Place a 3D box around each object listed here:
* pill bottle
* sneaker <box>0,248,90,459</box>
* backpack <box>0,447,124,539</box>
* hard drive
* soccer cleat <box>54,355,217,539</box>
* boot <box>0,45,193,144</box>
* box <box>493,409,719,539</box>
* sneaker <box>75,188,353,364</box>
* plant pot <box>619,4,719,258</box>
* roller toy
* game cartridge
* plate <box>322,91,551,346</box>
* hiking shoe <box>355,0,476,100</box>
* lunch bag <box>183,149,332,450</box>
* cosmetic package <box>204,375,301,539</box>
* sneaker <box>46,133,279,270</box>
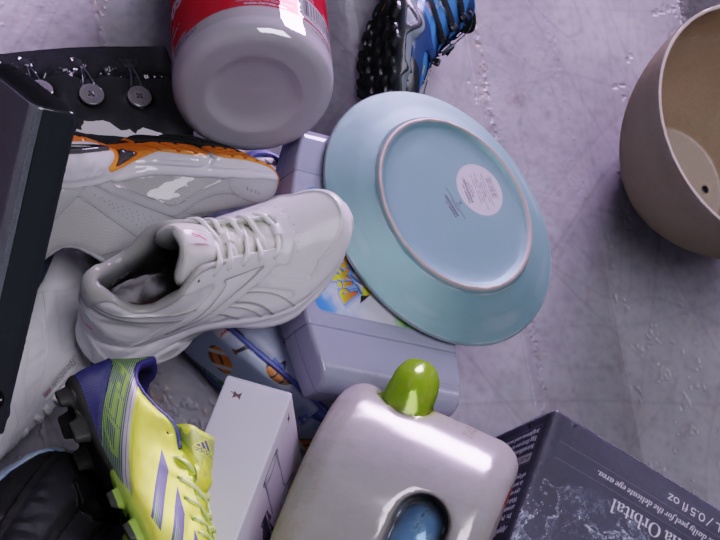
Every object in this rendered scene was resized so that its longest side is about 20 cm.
[{"bbox_3d":[-0.080,-0.189,1.590,0.112,0.112,0.201,18,40,-22],"label":"pill bottle"},{"bbox_3d":[-0.221,0.070,1.474,0.080,0.076,0.201,34,60,-24],"label":"sneaker"},{"bbox_3d":[-0.214,0.204,1.396,0.163,0.154,0.200,37,72,-3],"label":"backpack"},{"bbox_3d":[-0.227,-0.018,1.376,0.033,0.139,0.201,9,102,-27],"label":"hard drive"},{"bbox_3d":[-0.116,0.132,1.363,0.083,0.065,0.201,-21,59,-18],"label":"soccer cleat"},{"bbox_3d":[-0.209,-0.082,1.533,0.199,0.066,0.166,2,64,-31],"label":"boot"},{"bbox_3d":[0.158,0.240,1.590,0.196,0.117,0.201,31,61,-16],"label":"box"},{"bbox_3d":[-0.092,-0.003,1.451,0.199,0.100,0.078,-27,67,-13],"label":"sneaker"},{"bbox_3d":[0.281,-0.091,1.766,0.199,0.134,0.202,9,68,-25],"label":"plant pot"},{"bbox_3d":[0.021,0.180,1.453,0.139,0.201,0.183,23,43,7],"label":"roller toy"},{"bbox_3d":[0.000,0.000,1.556,0.133,0.040,0.201,10,59,-29],"label":"game cartridge"},{"bbox_3d":[0.062,-0.043,1.588,0.199,0.026,0.201,19,54,-28],"label":"plate"},{"bbox_3d":[0.052,-0.189,1.712,0.086,0.074,0.201,17,65,-21],"label":"hiking shoe"},{"bbox_3d":[-0.052,0.015,1.583,0.200,0.075,0.161,44,54,-9],"label":"lunch bag"},{"bbox_3d":[-0.092,0.192,1.449,0.051,0.151,0.201,14,61,13],"label":"cosmetic package"},{"bbox_3d":[-0.149,-0.041,1.496,0.199,0.076,0.093,-1,104,-29],"label":"sneaker"}]
